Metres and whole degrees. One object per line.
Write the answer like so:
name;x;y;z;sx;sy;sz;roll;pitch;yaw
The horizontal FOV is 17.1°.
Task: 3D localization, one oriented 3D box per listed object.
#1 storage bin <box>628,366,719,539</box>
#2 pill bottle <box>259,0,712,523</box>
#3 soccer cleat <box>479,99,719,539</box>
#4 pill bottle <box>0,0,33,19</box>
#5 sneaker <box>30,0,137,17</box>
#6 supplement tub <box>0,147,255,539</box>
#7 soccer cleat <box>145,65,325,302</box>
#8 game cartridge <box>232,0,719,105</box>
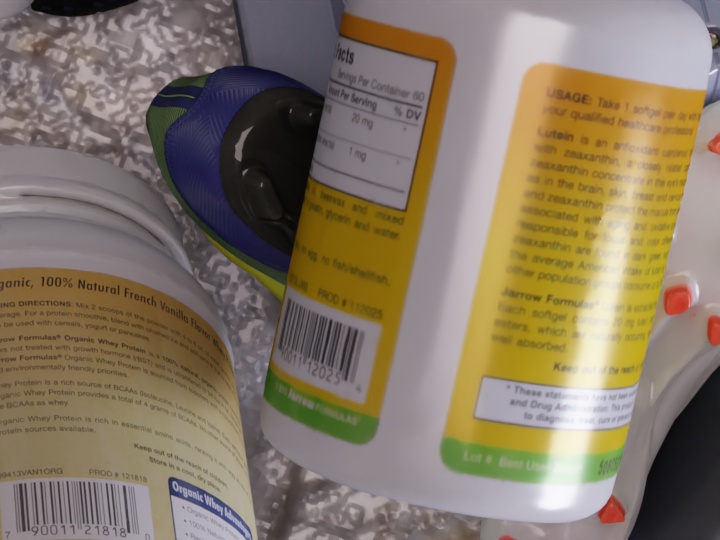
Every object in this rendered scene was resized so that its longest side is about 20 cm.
storage bin;0.180;0.113;0.823;0.200;0.134;0.146;32;88;-2
pill bottle;0.042;-0.035;0.718;0.111;0.111;0.200;12;98;-4
soccer cleat;0.093;0.019;0.802;0.069;0.078;0.200;25;108;-9
pill bottle;-0.125;-0.184;0.723;0.109;0.110;0.200;14;117;-4
sneaker;-0.059;-0.147;0.799;0.200;0.077;0.085;-6;73;35
supplement tub;-0.107;0.075;0.760;0.144;0.144;0.200;-7;53;-3
soccer cleat;0.000;-0.001;0.825;0.065;0.084;0.200;-52;130;-13
game cartridge;0.054;-0.107;0.842;0.200;0.040;0.134;-9;66;-3
